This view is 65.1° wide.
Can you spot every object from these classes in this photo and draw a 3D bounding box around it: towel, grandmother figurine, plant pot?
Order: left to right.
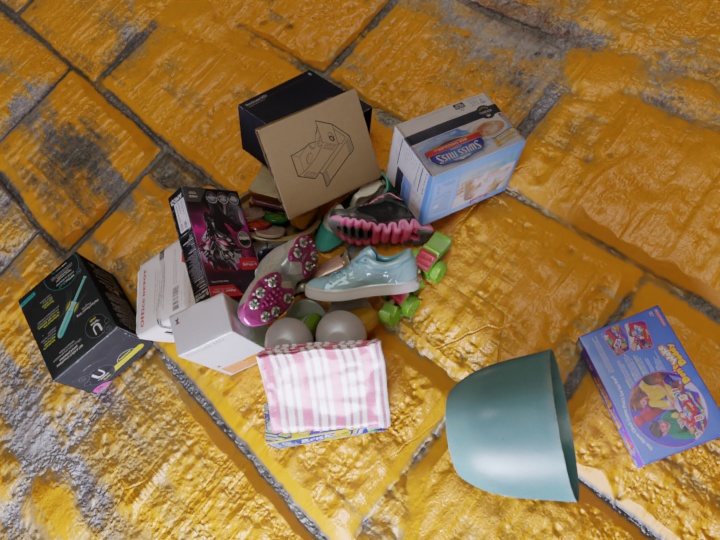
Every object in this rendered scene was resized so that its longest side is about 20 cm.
[{"bbox_3d":[-0.106,0.025,1.028,0.196,0.121,0.062,-23,91,4],"label":"grandmother figurine"},{"bbox_3d":[-0.054,0.182,0.865,0.195,0.030,0.150,-5,109,10],"label":"towel"},{"bbox_3d":[0.214,0.227,0.813,0.158,0.200,0.205,-12,64,23],"label":"plant pot"}]

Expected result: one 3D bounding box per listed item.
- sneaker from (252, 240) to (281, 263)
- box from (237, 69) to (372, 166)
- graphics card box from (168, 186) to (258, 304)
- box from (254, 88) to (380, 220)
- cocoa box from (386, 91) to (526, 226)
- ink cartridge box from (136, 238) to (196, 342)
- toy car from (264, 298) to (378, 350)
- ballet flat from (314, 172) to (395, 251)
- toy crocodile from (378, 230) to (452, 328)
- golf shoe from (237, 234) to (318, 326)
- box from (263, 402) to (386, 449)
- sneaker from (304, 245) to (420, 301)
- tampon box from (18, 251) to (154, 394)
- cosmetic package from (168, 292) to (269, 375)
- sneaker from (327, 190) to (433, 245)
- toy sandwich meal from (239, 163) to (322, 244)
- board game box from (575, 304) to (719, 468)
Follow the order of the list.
[{"bbox_3d":[-0.240,-0.008,1.087,0.127,0.080,0.203,13,71,20],"label":"sneaker"},{"bbox_3d":[-0.107,-0.281,1.114,0.181,0.105,0.199,37,55,24],"label":"box"},{"bbox_3d":[-0.245,-0.041,0.972,0.050,0.124,0.204,-28,74,36],"label":"graphics card box"},{"bbox_3d":[-0.070,-0.206,0.997,0.197,0.167,0.021,-27,25,-19],"label":"box"},{"bbox_3d":[0.165,-0.197,1.001,0.197,0.134,0.133,-23,62,-18],"label":"cocoa box"},{"bbox_3d":[-0.326,0.033,1.043,0.198,0.082,0.150,-24,63,36],"label":"ink cartridge box"},{"bbox_3d":[-0.059,0.131,0.955,0.195,0.175,0.154,-9,102,10],"label":"toy car"},{"bbox_3d":[-0.018,-0.119,1.079,0.199,0.071,0.068,-40,64,-4],"label":"ballet flat"},{"bbox_3d":[0.094,0.014,0.999,0.067,0.062,0.201,35,79,24],"label":"toy crocodile"},{"bbox_3d":[-0.149,0.020,0.954,0.090,0.076,0.201,-6,34,40],"label":"golf shoe"},{"bbox_3d":[-0.058,0.244,0.942,0.195,0.064,0.072,-12,65,9],"label":"box"},{"bbox_3d":[0.000,0.000,0.945,0.195,0.074,0.084,-7,101,2],"label":"sneaker"},{"bbox_3d":[-0.527,0.103,1.088,0.149,0.127,0.201,-39,65,-4],"label":"tampon box"},{"bbox_3d":[-0.227,0.114,0.962,0.100,0.200,0.073,-23,68,4],"label":"cosmetic package"},{"bbox_3d":[0.036,-0.102,1.040,0.195,0.079,0.098,3,65,-9],"label":"sneaker"},{"bbox_3d":[-0.159,-0.132,1.084,0.200,0.071,0.207,4,40,-4],"label":"toy sandwich meal"},{"bbox_3d":[0.435,0.173,0.853,0.132,0.045,0.204,-21,64,5],"label":"board game box"}]
